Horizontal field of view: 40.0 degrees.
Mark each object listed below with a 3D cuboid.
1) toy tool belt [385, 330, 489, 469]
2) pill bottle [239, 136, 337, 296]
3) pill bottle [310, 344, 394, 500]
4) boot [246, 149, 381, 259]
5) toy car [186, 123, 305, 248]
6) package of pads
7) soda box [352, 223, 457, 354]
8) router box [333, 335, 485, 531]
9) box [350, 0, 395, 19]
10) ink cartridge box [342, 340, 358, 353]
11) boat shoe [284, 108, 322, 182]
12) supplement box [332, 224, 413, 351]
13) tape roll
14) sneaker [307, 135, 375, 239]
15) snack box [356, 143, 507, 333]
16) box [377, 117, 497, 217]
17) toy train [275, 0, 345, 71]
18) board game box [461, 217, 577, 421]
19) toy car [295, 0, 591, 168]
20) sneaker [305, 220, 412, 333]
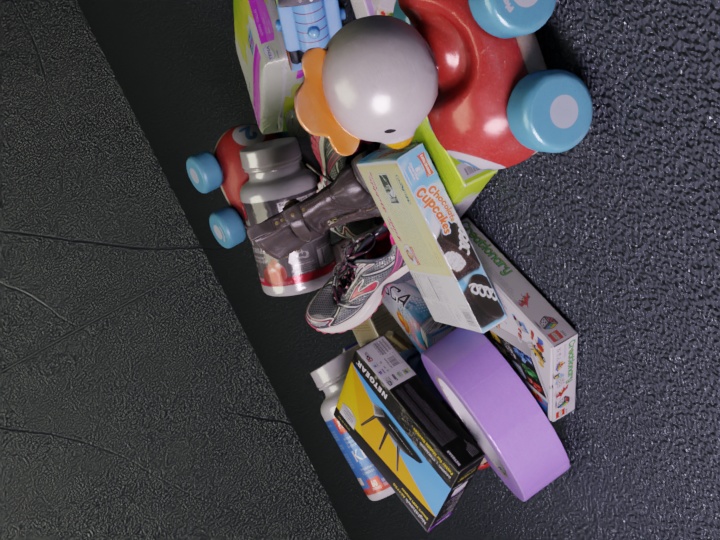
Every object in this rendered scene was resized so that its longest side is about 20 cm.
[{"bbox_3d":[0.097,0.162,1.284,0.200,0.124,0.124,43,163,53],"label":"toy tool belt"},{"bbox_3d":[-0.103,-0.075,1.354,0.111,0.110,0.202,-155,50,-67],"label":"pill bottle"},{"bbox_3d":[0.011,0.213,1.404,0.201,0.112,0.112,59,165,3],"label":"pill bottle"},{"bbox_3d":[-0.036,-0.068,1.174,0.070,0.173,0.200,63,-167,16],"label":"boot"},{"bbox_3d":[-0.127,-0.137,1.482,0.199,0.183,0.178,6,121,58],"label":"toy car"},{"bbox_3d":[-0.126,-0.299,1.346,0.200,0.068,0.156,109,146,-69],"label":"package of pads"},{"bbox_3d":[0.064,0.023,1.262,0.200,0.068,0.064,53,162,41],"label":"soda box"},{"bbox_3d":[0.055,0.203,1.230,0.200,0.051,0.150,48,144,26],"label":"router box"},{"bbox_3d":[0.014,-0.276,1.007,0.041,0.038,0.202,30,143,63],"label":"box"},{"bbox_3d":[0.059,0.189,1.509,0.201,0.093,0.044,60,165,15],"label":"ink cartridge box"},{"bbox_3d":[-0.040,-0.146,1.384,0.074,0.065,0.203,12,134,51],"label":"boat shoe"},{"bbox_3d":[0.020,0.043,1.440,0.202,0.073,0.126,65,165,-3],"label":"supplement box"},{"bbox_3d":[0.151,0.160,1.122,0.201,0.065,0.200,56,175,7],"label":"tape roll"},{"bbox_3d":[-0.014,-0.111,1.273,0.075,0.080,0.201,39,155,37],"label":"sneaker"},{"bbox_3d":[0.072,-0.034,1.033,0.201,0.037,0.116,63,163,-14],"label":"snack box"},{"bbox_3d":[0.075,-0.114,1.052,0.123,0.047,0.200,62,164,10],"label":"box"},{"bbox_3d":[-0.061,-0.303,1.085,0.201,0.086,0.115,81,179,-46],"label":"toy train"},{"bbox_3d":[0.158,0.051,1.056,0.200,0.034,0.127,52,161,40],"label":"board game box"},{"bbox_3d":[0.042,-0.143,0.788,0.178,0.199,0.184,68,165,-16],"label":"toy car"},{"bbox_3d":[0.000,0.000,1.217,0.074,0.200,0.081,21,-145,-45],"label":"sneaker"}]
